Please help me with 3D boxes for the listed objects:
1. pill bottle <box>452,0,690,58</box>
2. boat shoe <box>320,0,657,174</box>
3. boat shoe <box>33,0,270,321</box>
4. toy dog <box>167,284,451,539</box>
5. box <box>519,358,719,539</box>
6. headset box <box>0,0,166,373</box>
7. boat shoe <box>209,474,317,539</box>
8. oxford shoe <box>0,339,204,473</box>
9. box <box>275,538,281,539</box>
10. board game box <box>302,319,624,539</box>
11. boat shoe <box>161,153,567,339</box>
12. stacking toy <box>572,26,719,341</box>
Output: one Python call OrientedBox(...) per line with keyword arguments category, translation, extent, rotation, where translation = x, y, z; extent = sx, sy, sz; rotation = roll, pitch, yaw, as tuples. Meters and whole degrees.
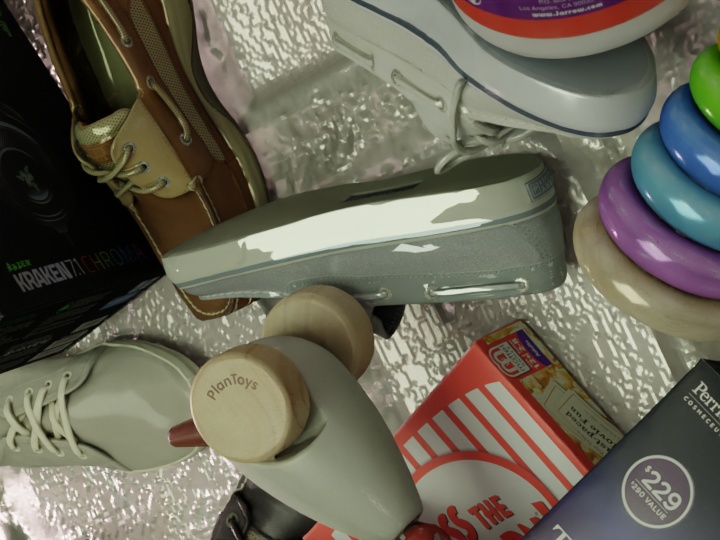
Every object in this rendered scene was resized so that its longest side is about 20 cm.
OrientedBox(category="pill bottle", translation=(0.064, -0.183, 0.910), extent=(0.112, 0.112, 0.200), rotation=(18, 148, 35))
OrientedBox(category="boat shoe", translation=(0.048, -0.081, 1.034), extent=(0.202, 0.075, 0.086), rotation=(32, 134, 42))
OrientedBox(category="boat shoe", translation=(-0.109, -0.068, 1.183), extent=(0.076, 0.074, 0.200), rotation=(-18, 96, 44))
OrientedBox(category="toy dog", translation=(-0.018, 0.108, 1.059), extent=(0.096, 0.132, 0.200), rotation=(-33, 69, 33))
OrientedBox(category="box", translation=(0.167, 0.155, 0.997), extent=(0.141, 0.079, 0.200), rotation=(-46, 75, 7))
OrientedBox(category="headset box", translation=(-0.214, -0.049, 1.203), extent=(0.093, 0.174, 0.200), rotation=(-36, 82, 24))
OrientedBox(category="boat shoe", translation=(-0.047, 0.151, 1.228), extent=(0.072, 0.065, 0.200), rotation=(36, 127, 25))
OrientedBox(category="oxford shoe", translation=(-0.158, 0.077, 1.299), extent=(0.200, 0.058, 0.075), rotation=(0, 104, 38))
OrientedBox(category="box", translation=(0.006, 0.204, 1.102), extent=(0.143, 0.200, 0.036), rotation=(41, 97, -9))
OrientedBox(category="board game box", translation=(0.087, 0.147, 1.114), extent=(0.200, 0.046, 0.152), rotation=(48, 124, 14))
OrientedBox(category="boat shoe", translation=(0.001, 0.000, 1.106), extent=(0.201, 0.070, 0.072), rotation=(-10, 104, 29))
OrientedBox(category="stacking toy", translation=(0.161, -0.069, 0.951), extent=(0.085, 0.085, 0.200), rotation=(41, 126, 20))
